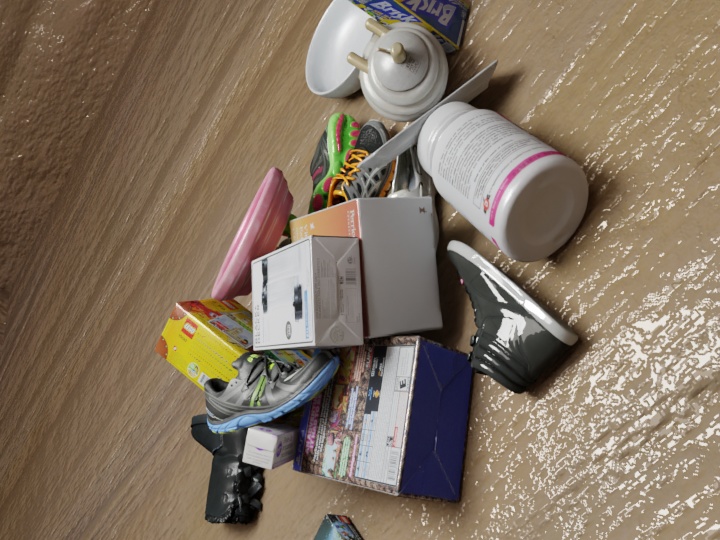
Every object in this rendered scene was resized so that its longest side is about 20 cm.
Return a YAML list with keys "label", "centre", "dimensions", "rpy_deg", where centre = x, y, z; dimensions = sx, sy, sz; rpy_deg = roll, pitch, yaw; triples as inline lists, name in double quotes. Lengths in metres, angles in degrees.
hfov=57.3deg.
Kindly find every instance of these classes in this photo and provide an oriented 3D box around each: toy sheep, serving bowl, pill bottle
- label: "toy sheep"
  centre: [0.055, -0.270, 0.893]
  dimensions: [0.133, 0.200, 0.143]
  rpy_deg: [1, 96, 12]
- label: "serving bowl"
  centre: [-0.011, -0.378, 1.109]
  dimensions: [0.198, 0.065, 0.206]
  rpy_deg: [-29, 52, 43]
- label: "pill bottle"
  centre: [0.147, -0.108, 0.731]
  dimensions: [0.115, 0.111, 0.201]
  rpy_deg: [-57, 38, 16]

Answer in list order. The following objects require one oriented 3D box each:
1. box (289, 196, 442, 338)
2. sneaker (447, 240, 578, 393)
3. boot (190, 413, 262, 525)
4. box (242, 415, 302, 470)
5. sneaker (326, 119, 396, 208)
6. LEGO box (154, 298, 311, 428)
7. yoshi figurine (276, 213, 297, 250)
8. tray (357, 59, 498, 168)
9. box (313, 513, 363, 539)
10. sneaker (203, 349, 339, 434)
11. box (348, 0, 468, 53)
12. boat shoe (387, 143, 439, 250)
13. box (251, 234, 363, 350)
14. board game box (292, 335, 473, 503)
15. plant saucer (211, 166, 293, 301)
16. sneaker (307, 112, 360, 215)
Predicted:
- label: "box"
  centre: [0.000, 0.000, 0.820]
  dimensions: [0.198, 0.103, 0.158]
  rpy_deg: [-9, 85, 61]
- label: "sneaker"
  centre: [0.133, 0.049, 0.710]
  dimensions: [0.100, 0.070, 0.200]
  rpy_deg: [-54, 42, 12]
- label: "boot"
  centre: [-0.223, 0.317, 1.060]
  dimensions: [0.196, 0.072, 0.168]
  rpy_deg: [-19, 62, 47]
- label: "box"
  centre: [-0.093, 0.215, 0.841]
  dimensions: [0.040, 0.200, 0.040]
  rpy_deg: [10, 84, 14]
- label: "sneaker"
  centre: [-0.006, -0.127, 0.967]
  dimensions: [0.077, 0.076, 0.206]
  rpy_deg: [7, 81, 45]
- label: "LEGO box"
  centre: [-0.162, 0.127, 0.925]
  dimensions: [0.197, 0.148, 0.079]
  rpy_deg: [34, 101, 16]
- label: "yoshi figurine"
  centre: [-0.112, -0.014, 0.989]
  dimensions: [0.110, 0.114, 0.200]
  rpy_deg: [-29, 28, -4]
- label: "tray"
  centre: [0.085, -0.188, 0.832]
  dimensions: [0.198, 0.022, 0.107]
  rpy_deg: [-38, 8, -9]
- label: "box"
  centre: [-0.040, 0.423, 0.790]
  dimensions: [0.136, 0.037, 0.204]
  rpy_deg: [36, 103, 53]
- label: "sneaker"
  centre: [-0.114, 0.134, 0.789]
  dimensions: [0.195, 0.070, 0.085]
  rpy_deg: [-22, 86, 24]
- label: "box"
  centre: [0.058, -0.373, 0.901]
  dimensions: [0.063, 0.197, 0.072]
  rpy_deg: [3, 76, 52]
- label: "boat shoe"
  centre: [0.061, -0.082, 0.870]
  dimensions: [0.070, 0.068, 0.206]
  rpy_deg: [-19, 59, 47]
- label: "box"
  centre: [-0.069, 0.034, 0.774]
  dimensions: [0.199, 0.058, 0.121]
  rpy_deg: [-13, 78, 62]
- label: "board game box"
  centre: [0.023, 0.170, 0.776]
  dimensions: [0.197, 0.095, 0.165]
  rpy_deg: [-8, 67, 51]
- label: "plant saucer"
  centre: [-0.149, -0.045, 0.939]
  dimensions: [0.203, 0.050, 0.202]
  rpy_deg: [-59, 14, 25]
- label: "sneaker"
  centre: [-0.044, -0.146, 1.052]
  dimensions: [0.083, 0.075, 0.206]
  rpy_deg: [-23, 51, 66]
